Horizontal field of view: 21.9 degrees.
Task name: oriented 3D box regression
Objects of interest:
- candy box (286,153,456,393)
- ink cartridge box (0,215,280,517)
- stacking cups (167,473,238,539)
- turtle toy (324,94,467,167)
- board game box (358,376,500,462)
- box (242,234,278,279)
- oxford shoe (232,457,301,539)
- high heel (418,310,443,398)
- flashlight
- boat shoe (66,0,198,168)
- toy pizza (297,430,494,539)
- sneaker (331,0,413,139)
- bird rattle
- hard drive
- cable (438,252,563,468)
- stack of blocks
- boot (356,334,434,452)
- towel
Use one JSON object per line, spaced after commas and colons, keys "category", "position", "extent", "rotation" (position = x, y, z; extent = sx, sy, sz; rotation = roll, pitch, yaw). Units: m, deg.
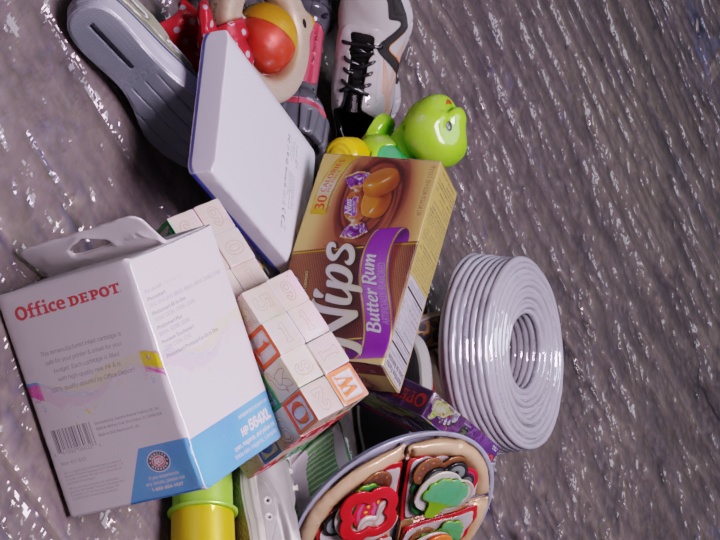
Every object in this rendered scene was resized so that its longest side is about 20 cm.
{"category": "candy box", "position": [0.000, 0.000, 1.602], "extent": [0.057, 0.116, 0.201], "rotation": [59, 43, -54]}
{"category": "ink cartridge box", "position": [-0.167, 0.061, 1.394], "extent": [0.125, 0.128, 0.202], "rotation": [-27, 102, -61]}
{"category": "stacking cups", "position": [-0.130, 0.138, 1.502], "extent": [0.060, 0.060, 0.202], "rotation": [30, 49, -52]}
{"category": "turtle toy", "position": [0.032, -0.079, 1.771], "extent": [0.145, 0.101, 0.201], "rotation": [-7, 125, -61]}
{"category": "board game box", "position": [0.019, 0.109, 1.650], "extent": [0.120, 0.199, 0.032], "rotation": [36, 81, -47]}
{"category": "box", "position": [-0.092, 0.066, 1.615], "extent": [0.039, 0.041, 0.202], "rotation": [23, 58, -56]}
{"category": "oxford shoe", "position": [-0.082, 0.168, 1.529], "extent": [0.057, 0.075, 0.202], "rotation": [3, 59, -24]}
{"category": "high heel", "position": [0.087, 0.115, 1.880], "extent": [0.200, 0.071, 0.144], "rotation": [4, 72, -66]}
{"category": "flashlight", "position": [-0.055, -0.197, 1.775], "extent": [0.068, 0.067, 0.201], "rotation": [40, 45, -42]}
{"category": "boat shoe", "position": [-0.168, -0.167, 1.558], "extent": [0.200, 0.072, 0.062], "rotation": [53, 30, -34]}
{"category": "toy pizza", "position": [0.031, 0.220, 1.586], "extent": [0.200, 0.200, 0.032], "rotation": [40, 9, -46]}
{"category": "sneaker", "position": [0.007, -0.200, 1.816], "extent": [0.201, 0.073, 0.080], "rotation": [88, 20, -44]}
{"category": "bird rattle", "position": [-0.097, -0.218, 1.660], "extent": [0.163, 0.112, 0.201], "rotation": [43, 43, -41]}
{"category": "hard drive", "position": [-0.089, -0.093, 1.583], "extent": [0.200, 0.025, 0.133], "rotation": [52, 37, -57]}
{"category": "cable", "position": [0.141, 0.083, 1.859], "extent": [0.201, 0.069, 0.201], "rotation": [62, 38, -40]}
{"category": "stack of blocks", "position": [-0.093, 0.047, 1.470], "extent": [0.058, 0.115, 0.201], "rotation": [-24, 77, -43]}
{"category": "boot", "position": [0.061, 0.164, 1.812], "extent": [0.144, 0.072, 0.202], "rotation": [11, 79, -59]}
{"category": "towel", "position": [-0.043, 0.234, 1.646], "extent": [0.200, 0.023, 0.154], "rotation": [-39, 112, -59]}
